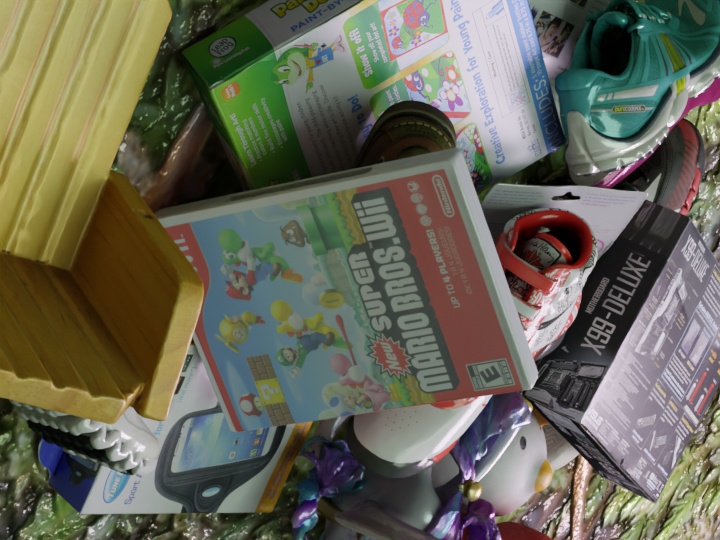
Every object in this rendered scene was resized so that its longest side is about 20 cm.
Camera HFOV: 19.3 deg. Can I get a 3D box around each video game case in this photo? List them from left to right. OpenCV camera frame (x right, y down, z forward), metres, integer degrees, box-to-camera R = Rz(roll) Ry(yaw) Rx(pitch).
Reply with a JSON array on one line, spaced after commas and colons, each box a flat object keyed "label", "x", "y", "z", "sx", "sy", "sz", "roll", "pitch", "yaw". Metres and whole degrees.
[{"label": "video game case", "x": -0.012, "y": 0.015, "z": 1.198, "sx": 0.017, "sy": 0.199, "sz": 0.144, "roll": -51, "pitch": 125, "yaw": -55}]

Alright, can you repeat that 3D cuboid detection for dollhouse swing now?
[{"label": "dollhouse swing", "x": -0.158, "y": -0.060, "z": 1.008, "sx": 0.199, "sy": 0.182, "sz": 0.176, "roll": 20, "pitch": 110, "yaw": -41}]

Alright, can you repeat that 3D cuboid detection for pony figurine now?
[{"label": "pony figurine", "x": 0.031, "y": 0.154, "z": 1.347, "sx": 0.167, "sy": 0.192, "sz": 0.201, "roll": 50, "pitch": 59, "yaw": -44}]

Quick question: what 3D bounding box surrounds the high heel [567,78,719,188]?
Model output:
[{"label": "high heel", "x": 0.202, "y": -0.100, "z": 1.459, "sx": 0.201, "sy": 0.067, "sz": 0.096, "roll": -61, "pitch": 142, "yaw": -36}]

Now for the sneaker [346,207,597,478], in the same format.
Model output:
[{"label": "sneaker", "x": 0.070, "y": 0.036, "z": 1.284, "sx": 0.201, "sy": 0.067, "sz": 0.108, "roll": -36, "pitch": 155, "yaw": -38}]

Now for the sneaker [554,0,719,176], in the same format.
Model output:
[{"label": "sneaker", "x": 0.179, "y": -0.140, "z": 1.343, "sx": 0.200, "sy": 0.077, "sz": 0.080, "roll": -52, "pitch": 127, "yaw": -46}]

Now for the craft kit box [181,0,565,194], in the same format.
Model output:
[{"label": "craft kit box", "x": 0.014, "y": -0.100, "z": 1.251, "sx": 0.197, "sy": 0.049, "sz": 0.201, "roll": -33, "pitch": 140, "yaw": -10}]

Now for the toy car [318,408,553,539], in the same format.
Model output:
[{"label": "toy car", "x": 0.092, "y": 0.158, "z": 1.487, "sx": 0.184, "sy": 0.176, "sz": 0.201, "roll": 26, "pitch": 85, "yaw": -64}]

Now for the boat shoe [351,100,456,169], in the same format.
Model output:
[{"label": "boat shoe", "x": 0.000, "y": 0.000, "z": 1.234, "sx": 0.068, "sy": 0.071, "sz": 0.201, "roll": -85, "pitch": -169, "yaw": -64}]

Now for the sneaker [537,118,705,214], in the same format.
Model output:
[{"label": "sneaker", "x": 0.168, "y": -0.039, "z": 1.485, "sx": 0.201, "sy": 0.071, "sz": 0.098, "roll": -47, "pitch": 145, "yaw": -9}]

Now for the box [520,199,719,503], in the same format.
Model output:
[{"label": "box", "x": 0.198, "y": 0.059, "z": 1.478, "sx": 0.158, "sy": 0.050, "sz": 0.200, "roll": -61, "pitch": 150, "yaw": -8}]

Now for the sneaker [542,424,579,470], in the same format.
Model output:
[{"label": "sneaker", "x": 0.205, "y": 0.081, "z": 1.616, "sx": 0.111, "sy": 0.077, "sz": 0.201, "roll": 39, "pitch": 80, "yaw": -45}]

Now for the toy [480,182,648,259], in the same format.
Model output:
[{"label": "toy", "x": 0.089, "y": -0.007, "z": 1.393, "sx": 0.114, "sy": 0.047, "sz": 0.200, "roll": 1, "pitch": 142, "yaw": -27}]

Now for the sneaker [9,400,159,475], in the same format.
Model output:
[{"label": "sneaker", "x": -0.164, "y": 0.043, "z": 1.163, "sx": 0.081, "sy": 0.075, "sz": 0.200, "roll": -58, "pitch": 136, "yaw": -21}]

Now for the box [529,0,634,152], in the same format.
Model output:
[{"label": "box", "x": 0.123, "y": -0.183, "z": 1.357, "sx": 0.144, "sy": 0.036, "sz": 0.201, "roll": 15, "pitch": 107, "yaw": -52}]

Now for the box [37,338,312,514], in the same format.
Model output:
[{"label": "box", "x": -0.106, "y": 0.091, "z": 1.303, "sx": 0.199, "sy": 0.041, "sz": 0.120, "roll": 6, "pitch": 113, "yaw": -53}]
